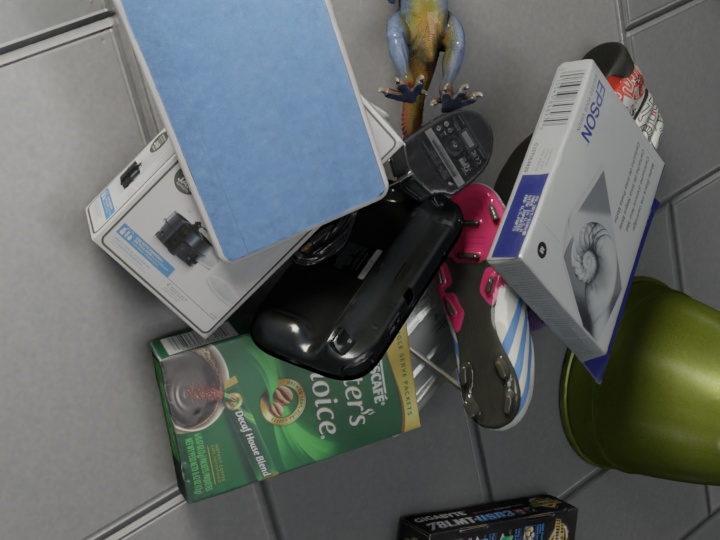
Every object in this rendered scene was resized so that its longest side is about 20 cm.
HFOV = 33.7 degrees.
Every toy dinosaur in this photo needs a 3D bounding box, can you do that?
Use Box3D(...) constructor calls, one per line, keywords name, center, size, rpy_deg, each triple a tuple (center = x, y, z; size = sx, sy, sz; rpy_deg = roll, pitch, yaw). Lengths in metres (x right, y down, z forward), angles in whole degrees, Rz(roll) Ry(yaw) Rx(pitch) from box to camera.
Box3D(name="toy dinosaur", center=(0.034, -0.218, 0.939), size=(0.103, 0.200, 0.184), rpy_deg=(-1, 67, -21))

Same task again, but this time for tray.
Box3D(name="tray", center=(0.066, 0.040, 1.013), size=(0.200, 0.022, 0.107), rpy_deg=(-49, 117, -8))

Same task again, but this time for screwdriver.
Box3D(name="screwdriver", center=(0.030, 0.051, 0.972), size=(0.199, 0.028, 0.029), rpy_deg=(33, 113, -16))

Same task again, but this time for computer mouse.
Box3D(name="computer mouse", center=(0.023, -0.063, 0.908), size=(0.198, 0.034, 0.059), rpy_deg=(-31, 93, -21))

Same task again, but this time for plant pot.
Box3D(name="plant pot", center=(0.331, 0.125, 1.155), size=(0.198, 0.192, 0.204), rpy_deg=(-10, 107, -35))

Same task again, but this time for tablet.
Box3D(name="tablet", center=(-0.066, -0.113, 0.770), size=(0.128, 0.014, 0.202), rpy_deg=(-23, 117, -7))

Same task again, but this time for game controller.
Box3D(name="game controller", center=(0.000, 0.000, 0.901), size=(0.201, 0.103, 0.043), rpy_deg=(-54, 144, -39))

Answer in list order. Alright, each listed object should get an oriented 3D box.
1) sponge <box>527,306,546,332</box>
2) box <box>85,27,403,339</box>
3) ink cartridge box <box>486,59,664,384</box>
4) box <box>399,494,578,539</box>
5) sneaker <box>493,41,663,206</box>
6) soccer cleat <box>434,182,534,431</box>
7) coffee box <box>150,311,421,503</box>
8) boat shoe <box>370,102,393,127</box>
Box3D(name="sponge", center=(0.165, -0.004, 1.100), size=(0.198, 0.030, 0.114), rpy_deg=(-18, 110, -34))
Box3D(name="box", center=(-0.081, -0.066, 0.826), size=(0.200, 0.060, 0.117), rpy_deg=(-43, 118, 3))
Box3D(name="ink cartridge box", center=(0.200, -0.036, 1.002), size=(0.200, 0.040, 0.202), rpy_deg=(43, 59, -38))
Box3D(name="box", center=(0.115, 0.325, 1.126), size=(0.196, 0.049, 0.204), rpy_deg=(-1, 101, -38))
Box3D(name="sneaker", center=(0.207, -0.100, 1.086), size=(0.108, 0.067, 0.202), rpy_deg=(48, 69, -32))
Box3D(name="soccer cleat", center=(0.105, 0.030, 0.988), size=(0.086, 0.069, 0.204), rpy_deg=(-6, 91, -67))
Box3D(name="coffee box", center=(-0.054, 0.089, 0.915), size=(0.197, 0.044, 0.125), rpy_deg=(-14, 109, -19))
Box3D(name="boat shoe", center=(-0.040, -0.151, 0.873), size=(0.198, 0.074, 0.067), rpy_deg=(25, 104, -38))
